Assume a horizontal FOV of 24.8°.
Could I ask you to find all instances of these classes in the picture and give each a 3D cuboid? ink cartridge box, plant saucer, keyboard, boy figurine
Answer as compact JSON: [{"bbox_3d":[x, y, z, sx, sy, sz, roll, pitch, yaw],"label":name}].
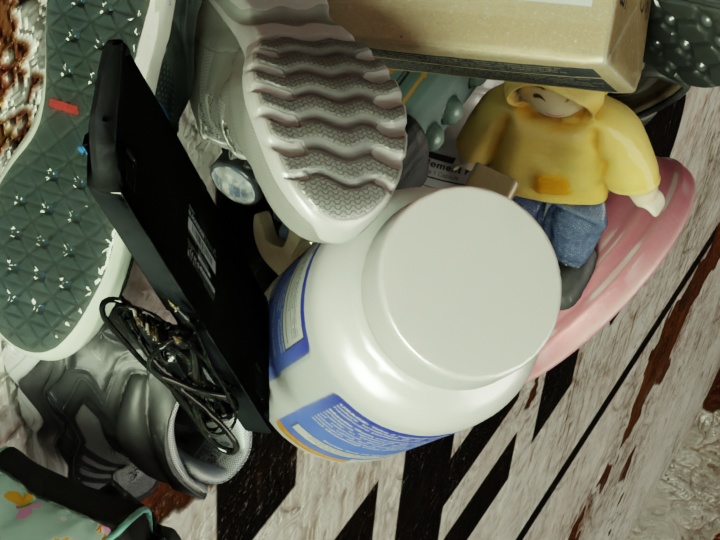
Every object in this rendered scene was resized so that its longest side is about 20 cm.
[{"bbox_3d":[0.065,-0.197,0.793,0.075,0.163,0.202,11,87,-69],"label":"ink cartridge box"},{"bbox_3d":[0.133,-0.008,1.092,0.201,0.051,0.201,-46,-169,11],"label":"plant saucer"},{"bbox_3d":[-0.083,0.004,0.691,0.200,0.039,0.105,65,19,-52],"label":"keyboard"},{"bbox_3d":[0.113,-0.062,0.922,0.201,0.123,0.065,92,19,-55],"label":"boy figurine"}]

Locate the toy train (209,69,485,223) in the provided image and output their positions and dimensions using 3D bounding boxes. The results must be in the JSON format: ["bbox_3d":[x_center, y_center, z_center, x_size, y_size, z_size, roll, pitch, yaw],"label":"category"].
[{"bbox_3d":[0.004,-0.101,0.894,0.200,0.113,0.086,-53,158,-31],"label":"toy train"}]

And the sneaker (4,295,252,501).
[{"bbox_3d":[-0.106,0.084,0.825,0.076,0.113,0.201,-54,158,-27],"label":"sneaker"}]

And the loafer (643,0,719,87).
[{"bbox_3d":[0.163,-0.140,0.855,0.070,0.068,0.200,-42,-160,-8],"label":"loafer"}]

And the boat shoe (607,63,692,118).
[{"bbox_3d":[0.139,-0.109,1.026,0.200,0.073,0.061,-26,-126,53],"label":"boat shoe"}]

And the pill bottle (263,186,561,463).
[{"bbox_3d":[0.019,0.025,0.766,0.113,0.112,0.200,-58,-172,-19],"label":"pill bottle"}]

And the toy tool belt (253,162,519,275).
[{"bbox_3d":[0.000,0.000,0.943,0.125,0.198,0.124,-22,111,-62],"label":"toy tool belt"}]

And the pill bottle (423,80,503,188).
[{"bbox_3d":[0.034,-0.051,1.040,0.112,0.112,0.201,-26,137,-61],"label":"pill bottle"}]

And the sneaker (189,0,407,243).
[{"bbox_3d":[-0.036,-0.074,0.742,0.074,0.201,0.082,5,130,-25],"label":"sneaker"}]

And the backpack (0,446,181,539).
[{"bbox_3d":[-0.178,0.194,0.705,0.177,0.152,0.201,93,19,-43],"label":"backpack"}]

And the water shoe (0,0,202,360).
[{"bbox_3d":[-0.106,-0.055,0.720,0.079,0.071,0.201,-17,128,-63],"label":"water shoe"}]

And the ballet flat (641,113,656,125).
[{"bbox_3d":[0.129,-0.150,1.093,0.199,0.068,0.069,27,67,-35],"label":"ballet flat"}]
